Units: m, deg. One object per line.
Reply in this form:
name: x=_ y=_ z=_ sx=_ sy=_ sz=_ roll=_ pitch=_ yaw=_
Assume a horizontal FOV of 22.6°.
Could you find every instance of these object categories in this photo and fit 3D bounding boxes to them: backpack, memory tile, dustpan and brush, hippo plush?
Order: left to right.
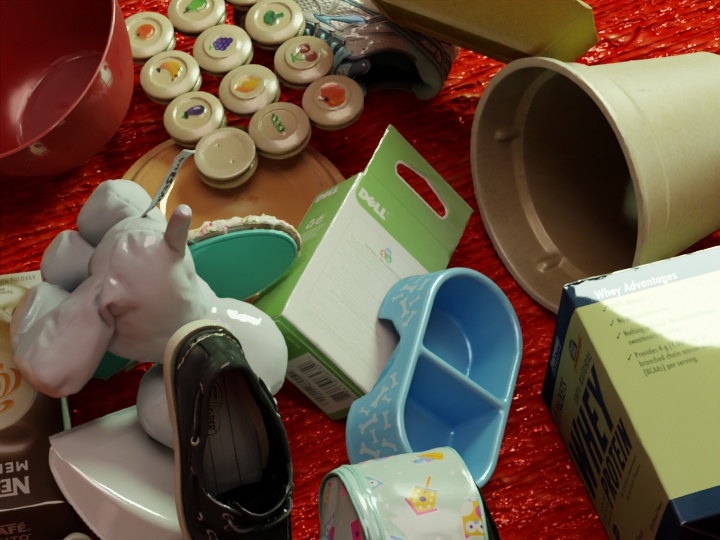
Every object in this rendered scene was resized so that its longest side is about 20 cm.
hippo plush: x=-0.125 y=0.028 z=1.229 sx=0.160 sy=0.200 sz=0.160 roll=38 pitch=22 yaw=-25
dustpan and brush: x=-0.118 y=0.184 z=1.221 sx=0.200 sy=0.058 sz=0.139 roll=40 pitch=23 yaw=17
memory tile: x=-0.100 y=-0.163 z=1.457 sx=0.152 sy=0.017 sz=0.201 roll=-28 pitch=58 yaw=-12
backpack: x=0.023 y=0.213 z=1.113 sx=0.151 sy=0.176 sz=0.203 roll=-3 pitch=81 yaw=-9

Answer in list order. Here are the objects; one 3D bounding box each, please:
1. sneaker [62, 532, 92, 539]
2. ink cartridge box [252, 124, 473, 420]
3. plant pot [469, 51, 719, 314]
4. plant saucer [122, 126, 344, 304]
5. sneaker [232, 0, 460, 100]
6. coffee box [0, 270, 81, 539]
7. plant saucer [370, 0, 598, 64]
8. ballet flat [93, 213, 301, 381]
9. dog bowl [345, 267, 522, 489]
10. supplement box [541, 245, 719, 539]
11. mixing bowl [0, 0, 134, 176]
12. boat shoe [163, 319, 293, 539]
sneaker: x=-0.139 y=0.250 z=1.161 sx=0.200 sy=0.089 sz=0.074 roll=40 pitch=58 yaw=23
ink cartridge box: x=0.000 y=0.000 z=1.350 sx=0.104 sy=0.059 sz=0.201 roll=43 pitch=53 yaw=-20
plant pot: x=0.217 y=-0.084 z=1.392 sx=0.182 sy=0.202 sz=0.201 roll=-18 pitch=54 yaw=-30
plant saucer: x=-0.100 y=-0.038 z=1.414 sx=0.198 sy=0.032 sz=0.202 roll=1 pitch=52 yaw=-1
sneaker: x=-0.015 y=-0.195 z=1.523 sx=0.198 sy=0.078 sz=0.087 roll=10 pitch=55 yaw=5
coffee box: x=-0.261 y=0.107 z=1.268 sx=0.113 sy=0.080 sz=0.201 roll=-8 pitch=53 yaw=-7
plant saucer: x=0.084 y=-0.205 z=1.416 sx=0.198 sy=0.200 sz=0.049 roll=21 pitch=92 yaw=9
ballet flat: x=-0.134 y=0.006 z=1.315 sx=0.199 sy=0.076 sz=0.064 roll=-29 pitch=35 yaw=11
dog bowl: x=0.059 y=0.084 z=1.287 sx=0.111 sy=0.049 sz=0.201 roll=35 pitch=52 yaw=-22
supplement box: x=0.259 y=0.104 z=1.266 sx=0.198 sy=0.135 sz=0.201 roll=-13 pitch=54 yaw=-13
mixing bowl: x=-0.256 y=-0.151 z=1.434 sx=0.198 sy=0.108 sz=0.202 roll=-11 pitch=61 yaw=21
boat shoe: x=-0.074 y=0.132 z=1.141 sx=0.074 sy=0.202 sz=0.066 roll=-15 pitch=21 yaw=-26
